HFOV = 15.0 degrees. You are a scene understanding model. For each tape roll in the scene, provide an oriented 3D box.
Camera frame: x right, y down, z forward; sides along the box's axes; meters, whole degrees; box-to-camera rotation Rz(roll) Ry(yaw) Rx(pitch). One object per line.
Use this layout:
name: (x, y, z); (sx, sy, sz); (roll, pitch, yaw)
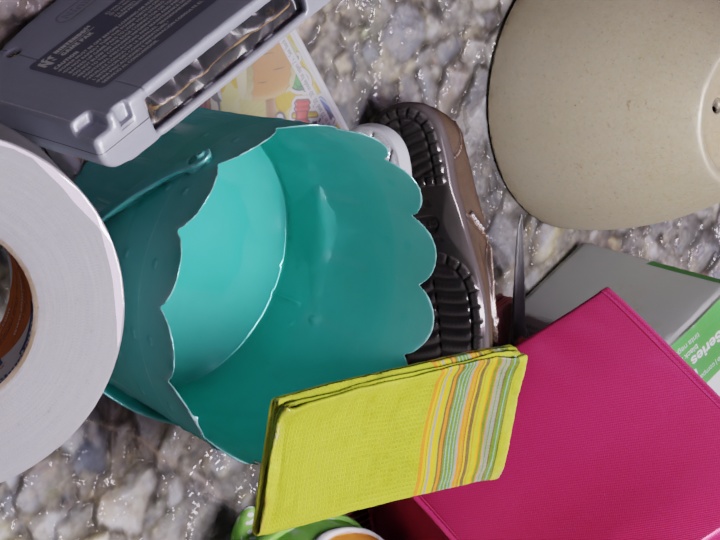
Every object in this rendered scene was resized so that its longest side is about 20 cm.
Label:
tape roll: (-0.229, 0.016, 1.454); (0.200, 0.066, 0.200); (-6, 108, -18)

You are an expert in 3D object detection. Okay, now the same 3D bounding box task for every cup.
cup: (0.205, -0.116, 1.849); (0.200, 0.143, 0.200); (-12, 107, -42)

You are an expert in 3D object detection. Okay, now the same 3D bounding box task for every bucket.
bucket: (-0.071, 0.003, 1.579); (0.207, 0.135, 0.207); (-12, 109, -38)

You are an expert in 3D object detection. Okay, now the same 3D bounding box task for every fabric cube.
fabric cube: (0.139, 0.174, 1.750); (0.199, 0.196, 0.200); (-32, 146, -19)

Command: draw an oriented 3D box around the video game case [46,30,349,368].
video game case: (-0.090, -0.072, 1.655); (0.182, 0.023, 0.200); (-48, 129, -26)

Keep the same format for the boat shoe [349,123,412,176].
boat shoe: (0.000, 0.000, 1.710); (0.071, 0.072, 0.200); (-20, 128, -55)

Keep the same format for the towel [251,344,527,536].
towel: (0.020, 0.098, 1.586); (0.200, 0.018, 0.086); (-10, 115, -44)

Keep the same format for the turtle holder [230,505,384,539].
turtle holder: (-0.035, 0.247, 1.703); (0.186, 0.132, 0.141); (-50, 136, -10)

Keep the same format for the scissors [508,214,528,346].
scissors: (0.110, 0.061, 1.857); (0.073, 0.014, 0.200); (4, 99, -42)

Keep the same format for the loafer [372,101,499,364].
loafer: (0.059, -0.013, 1.767); (0.071, 0.073, 0.200); (-22, 109, -59)

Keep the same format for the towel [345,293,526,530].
towel: (0.039, 0.112, 1.829); (0.200, 0.023, 0.144); (-24, 118, -37)

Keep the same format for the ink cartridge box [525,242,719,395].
ink cartridge box: (0.210, 0.093, 1.903); (0.083, 0.147, 0.200); (-43, 126, -26)

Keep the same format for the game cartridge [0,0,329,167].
game cartridge: (-0.118, -0.132, 1.533); (0.200, 0.133, 0.042); (-41, 125, -29)
